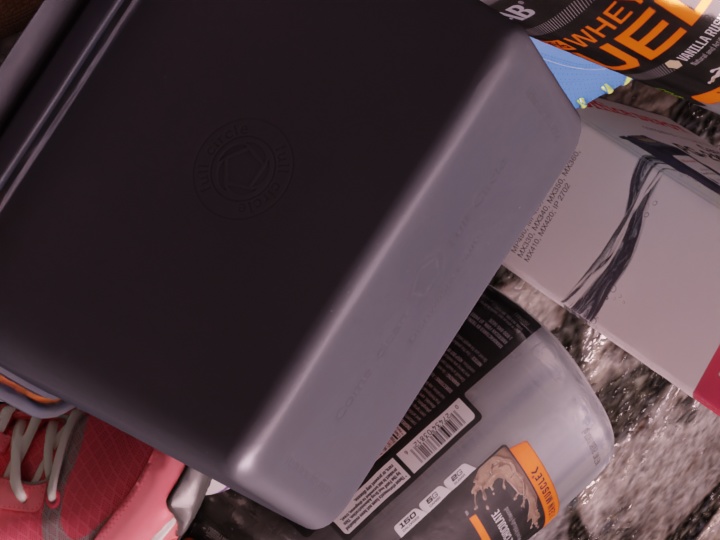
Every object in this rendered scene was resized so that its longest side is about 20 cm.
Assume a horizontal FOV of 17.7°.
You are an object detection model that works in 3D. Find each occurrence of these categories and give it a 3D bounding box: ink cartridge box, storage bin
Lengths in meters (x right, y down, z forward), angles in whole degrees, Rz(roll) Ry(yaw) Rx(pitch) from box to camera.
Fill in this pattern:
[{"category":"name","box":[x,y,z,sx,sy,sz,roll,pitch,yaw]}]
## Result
[{"category":"ink cartridge box","box":[0.164,-0.001,1.089,0.145,0.200,0.084,8,114,-55]},{"category":"storage bin","box":[-0.029,-0.018,0.730,0.200,0.134,0.146,-56,153,-6]}]

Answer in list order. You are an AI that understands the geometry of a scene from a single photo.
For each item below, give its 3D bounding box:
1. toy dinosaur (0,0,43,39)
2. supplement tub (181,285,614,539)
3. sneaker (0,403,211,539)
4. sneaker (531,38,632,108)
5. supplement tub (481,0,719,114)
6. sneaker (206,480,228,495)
[{"category":"toy dinosaur","box":[-0.085,-0.107,0.804,0.200,0.058,0.101,-36,132,0]},{"category":"supplement tub","box":[0.010,0.106,1.076,0.200,0.123,0.123,-41,149,-15]},{"category":"sneaker","box":[-0.130,0.078,0.824,0.087,0.200,0.074,40,48,-27]},{"category":"sneaker","box":[0.101,-0.110,1.019,0.200,0.076,0.105,9,127,-42]},{"category":"supplement tub","box":[0.103,-0.137,0.871,0.200,0.123,0.123,19,111,-23]},{"category":"sneaker","box":[0.000,0.000,0.867,0.114,0.073,0.201,20,97,-41]}]
